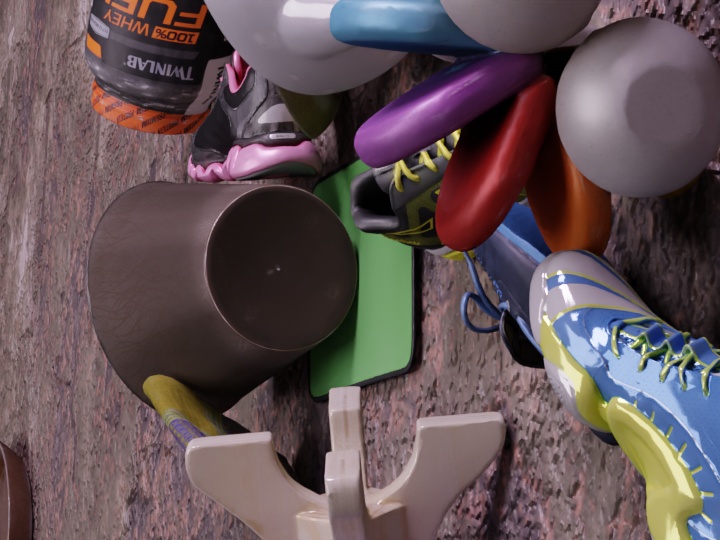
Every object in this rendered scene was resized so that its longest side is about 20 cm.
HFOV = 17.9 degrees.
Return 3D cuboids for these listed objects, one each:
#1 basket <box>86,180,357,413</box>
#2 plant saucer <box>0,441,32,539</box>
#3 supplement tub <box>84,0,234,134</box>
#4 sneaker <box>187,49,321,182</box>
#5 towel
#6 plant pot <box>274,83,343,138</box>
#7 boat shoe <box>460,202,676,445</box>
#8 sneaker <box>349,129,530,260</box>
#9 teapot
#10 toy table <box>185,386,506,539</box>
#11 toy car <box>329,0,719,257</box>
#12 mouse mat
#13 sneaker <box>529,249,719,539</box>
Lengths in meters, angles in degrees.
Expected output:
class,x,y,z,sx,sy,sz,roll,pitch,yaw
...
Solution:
class,x,y,z,sx,sy,sz,roll,pitch,yaw
basket,-0.094,0.009,1.604,0.200,0.136,0.181,-18,89,64
plant saucer,-0.386,0.281,2.468,0.200,0.034,0.201,-177,90,-69
supplement tub,-0.150,-0.217,1.813,0.123,0.122,0.201,-124,42,-58
sneaker,-0.079,-0.111,1.641,0.200,0.079,0.096,-177,79,-71
towel,-0.071,0.138,1.544,0.023,0.144,0.200,-51,24,1
plant pot,-0.048,-0.189,1.548,0.200,0.027,0.201,-16,-90,-79
boat shoe,0.093,0.020,1.188,0.069,0.084,0.200,-66,24,17
sneaker,0.056,-0.060,1.300,0.200,0.084,0.075,127,140,-55
teapot,-0.006,-0.214,1.409,0.146,0.197,0.201,-22,84,28
toy table,-0.003,0.147,1.321,0.200,0.183,0.118,-135,39,-73
toy car,0.067,-0.089,1.103,0.150,0.200,0.175,-42,9,-5
mouse mat,0.000,0.000,1.544,0.200,0.008,0.162,157,115,-66
sneaker,0.155,0.054,1.027,0.105,0.076,0.200,-49,61,40
